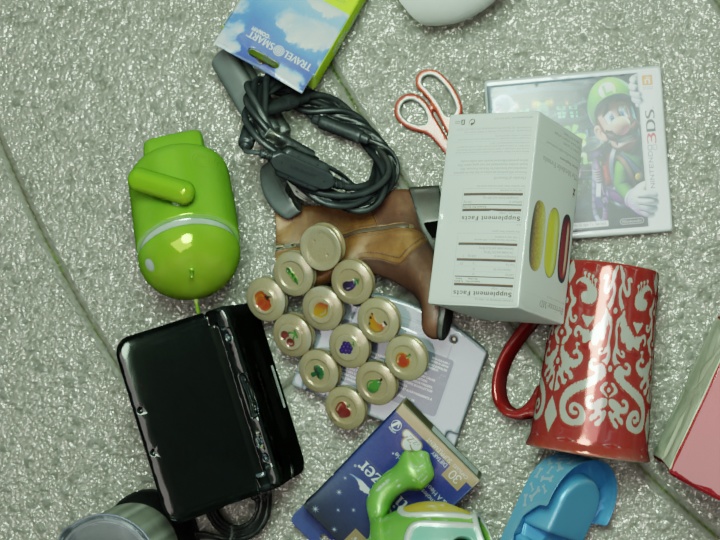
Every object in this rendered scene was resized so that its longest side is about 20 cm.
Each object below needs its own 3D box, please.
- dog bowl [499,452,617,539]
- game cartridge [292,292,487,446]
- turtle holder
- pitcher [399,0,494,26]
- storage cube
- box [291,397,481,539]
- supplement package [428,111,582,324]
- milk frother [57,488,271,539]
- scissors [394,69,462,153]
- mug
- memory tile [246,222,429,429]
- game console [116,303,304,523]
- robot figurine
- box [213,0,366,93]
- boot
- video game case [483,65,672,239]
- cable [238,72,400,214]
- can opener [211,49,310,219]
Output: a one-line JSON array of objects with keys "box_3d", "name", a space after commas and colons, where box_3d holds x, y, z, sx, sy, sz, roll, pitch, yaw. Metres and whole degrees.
[{"box_3d": [0.203, 0.289, 1.457, 0.049, 0.111, 0.202, 25, 92, 49], "name": "dog bowl"}, {"box_3d": [0.036, 0.101, 1.514, 0.197, 0.041, 0.135, 21, 95, 7], "name": "game cartridge"}, {"box_3d": [0.075, 0.300, 1.421, 0.130, 0.141, 0.187, -25, 43, 10], "name": "turtle holder"}, {"box_3d": [0.143, -0.347, 1.472, 0.199, 0.171, 0.123, -32, 59, 25], "name": "pitcher"}, {"box_3d": [0.425, 0.165, 1.398, 0.178, 0.171, 0.202, 26, 92, 7], "name": "storage cube"}, {"box_3d": [0.024, 0.255, 1.494, 0.121, 0.032, 0.200, 43, 104, 1], "name": "box"}, {"box_3d": [0.154, -0.053, 1.414, 0.108, 0.113, 0.203, 2, 81, 35], "name": "supplement package"}, {"box_3d": [-0.207, 0.283, 1.461, 0.178, 0.188, 0.202, 24, 91, 6], "name": "milk frother"}, {"box_3d": [0.114, -0.134, 1.520, 0.073, 0.014, 0.201, -37, 83, 3], "name": "scissors"}, {"box_3d": [0.235, 0.093, 1.445, 0.175, 0.133, 0.203, 8, 86, 4], "name": "mug"}, {"box_3d": [-0.027, 0.062, 1.465, 0.153, 0.017, 0.201, -39, 85, 29], "name": "memory tile"}, {"box_3d": [-0.159, 0.150, 1.470, 0.115, 0.176, 0.203, -18, 87, 12], "name": "game console"}, {"box_3d": [-0.193, -0.056, 1.484, 0.114, 0.176, 0.202, -10, 58, -4], "name": "robot figurine"}, {"box_3d": [-0.065, -0.300, 1.506, 0.121, 0.048, 0.202, 28, 77, 6], "name": "box"}, {"box_3d": [0.000, 0.000, 1.483, 0.197, 0.069, 0.191, -9, 70, 6], "name": "boot"}, {"box_3d": [0.241, -0.128, 1.501, 0.197, 0.023, 0.185, -4, 88, 7], "name": "video game case"}, {"box_3d": [-0.045, -0.140, 1.479, 0.198, 0.164, 0.051, 19, 127, -24], "name": "cable"}, {"box_3d": [-0.116, -0.152, 1.519, 0.067, 0.053, 0.201, -36, 75, 18], "name": "can opener"}]
